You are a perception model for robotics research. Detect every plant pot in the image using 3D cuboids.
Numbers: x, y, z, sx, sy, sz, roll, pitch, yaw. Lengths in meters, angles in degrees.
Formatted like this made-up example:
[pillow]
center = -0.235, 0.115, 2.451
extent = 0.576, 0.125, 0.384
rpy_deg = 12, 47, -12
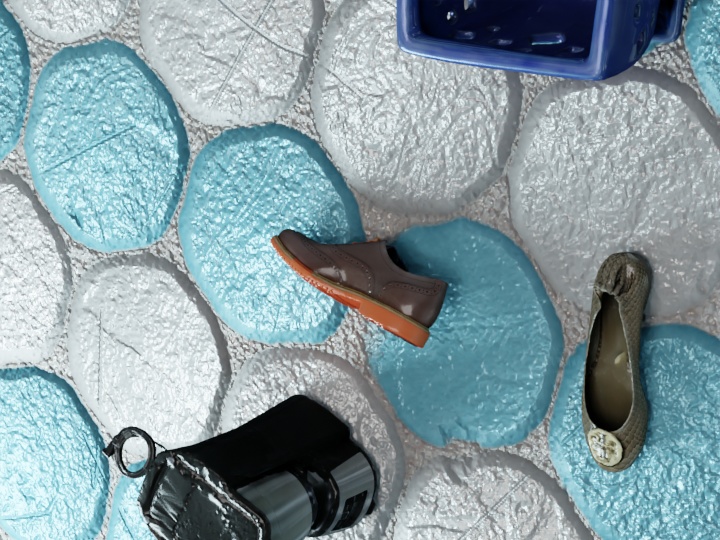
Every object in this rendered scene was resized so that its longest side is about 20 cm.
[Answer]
[plant pot]
center = 0.159, -0.270, 1.509
extent = 0.199, 0.179, 0.201
rpy_deg = 13, 110, 33

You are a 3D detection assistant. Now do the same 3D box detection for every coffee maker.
[coffee maker]
center = -0.105, 0.194, 1.806
extent = 0.135, 0.200, 0.193
rpy_deg = -39, 81, 34

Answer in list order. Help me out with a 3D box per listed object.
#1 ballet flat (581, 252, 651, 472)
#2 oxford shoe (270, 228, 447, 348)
[ballet flat]
center = 0.219, 0.083, 1.637
extent = 0.067, 0.046, 0.201
rpy_deg = 15, 110, 33
[oxford shoe]
center = 0.000, 0.000, 1.778
extent = 0.199, 0.071, 0.073
rpy_deg = 30, 89, 30
